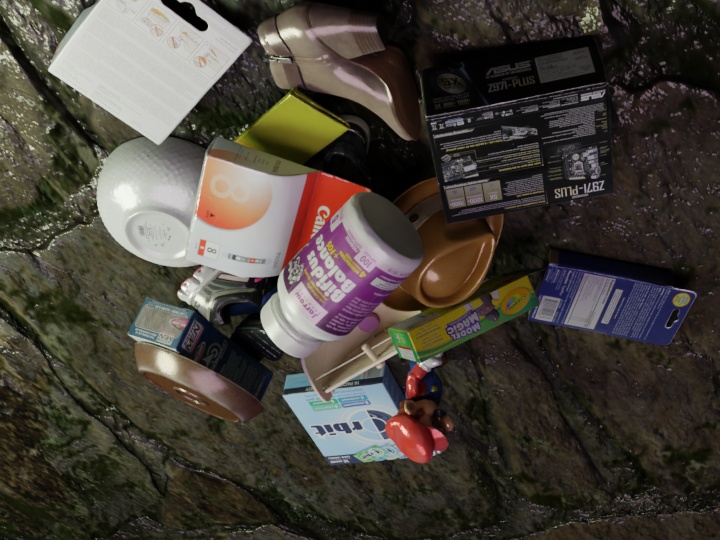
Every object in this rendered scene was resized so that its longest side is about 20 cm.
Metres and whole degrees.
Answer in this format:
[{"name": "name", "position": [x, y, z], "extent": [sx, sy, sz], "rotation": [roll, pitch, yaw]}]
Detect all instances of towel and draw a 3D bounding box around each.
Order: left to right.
[{"name": "towel", "position": [-0.097, -0.155, 1.371], "extent": [0.086, 0.018, 0.199], "rotation": [27, 149, -24]}]

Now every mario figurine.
[{"name": "mario figurine", "position": [0.104, 0.180, 1.598], "extent": [0.123, 0.201, 0.106], "rotation": [37, 133, -28]}]

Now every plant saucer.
[{"name": "plant saucer", "position": [-0.227, 0.159, 1.557], "extent": [0.199, 0.035, 0.201], "rotation": [24, 162, 8]}]

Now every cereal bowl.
[{"name": "cereal bowl", "position": [-0.251, -0.073, 1.476], "extent": [0.197, 0.084, 0.201], "rotation": [5, 140, 5]}]

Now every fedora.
[{"name": "fedora", "position": [0.104, -0.019, 1.400], "extent": [0.199, 0.082, 0.202], "rotation": [-15, 127, -20]}]

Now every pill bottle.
[{"name": "pill bottle", "position": [-0.027, 0.011, 1.339], "extent": [0.112, 0.113, 0.200], "rotation": [32, 119, -24]}]

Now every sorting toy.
[{"name": "sorting toy", "position": [-0.014, 0.049, 1.559], "extent": [0.199, 0.107, 0.181], "rotation": [-30, 113, 17]}]

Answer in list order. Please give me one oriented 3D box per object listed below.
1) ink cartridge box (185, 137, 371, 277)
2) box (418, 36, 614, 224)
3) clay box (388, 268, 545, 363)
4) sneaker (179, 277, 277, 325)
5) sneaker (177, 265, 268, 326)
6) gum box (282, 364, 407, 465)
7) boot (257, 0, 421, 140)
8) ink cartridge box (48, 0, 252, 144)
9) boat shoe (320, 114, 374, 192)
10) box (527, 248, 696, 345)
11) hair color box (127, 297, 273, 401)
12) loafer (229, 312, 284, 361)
[{"name": "ink cartridge box", "position": [-0.103, -0.054, 1.373], "extent": [0.198, 0.050, 0.163], "rotation": [20, 128, 1]}, {"name": "box", "position": [0.177, -0.154, 1.271], "extent": [0.198, 0.087, 0.165], "rotation": [-11, 136, 7]}, {"name": "clay box", "position": [0.142, 0.054, 1.456], "extent": [0.198, 0.115, 0.048], "rotation": [-24, 94, -10]}, {"name": "sneaker", "position": [-0.198, 0.027, 1.599], "extent": [0.199, 0.070, 0.078], "rotation": [-18, 110, 36]}, {"name": "sneaker", "position": [-0.142, -0.001, 1.488], "extent": [0.199, 0.074, 0.088], "rotation": [-40, 86, 8]}, {"name": "gum box", "position": [-0.006, 0.230, 1.796], "extent": [0.168, 0.045, 0.201], "rotation": [-9, 134, 21]}, {"name": "boot", "position": [-0.024, -0.221, 1.284], "extent": [0.145, 0.071, 0.201], "rotation": [-2, 137, 23]}, {"name": "ink cartridge box", "position": [-0.241, -0.257, 1.304], "extent": [0.161, 0.050, 0.200], "rotation": [33, 125, -24]}, {"name": "boat shoe", "position": [-0.018, -0.097, 1.413], "extent": [0.074, 0.067, 0.200], "rotation": [10, 139, 1]}, {"name": "box", "position": [0.334, 0.038, 1.519], "extent": [0.198, 0.033, 0.122], "rotation": [12, 139, 0]}, {"name": "hair color box", "position": [-0.218, 0.116, 1.576], "extent": [0.099, 0.061, 0.200], "rotation": [12, 159, 37]}, {"name": "loafer", "position": [-0.131, 0.079, 1.574], "extent": [0.073, 0.073, 0.200], "rotation": [41, 165, -12]}]
